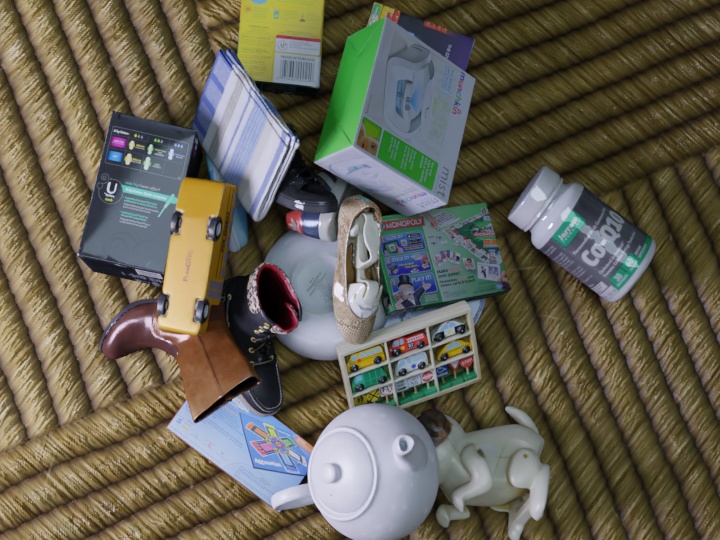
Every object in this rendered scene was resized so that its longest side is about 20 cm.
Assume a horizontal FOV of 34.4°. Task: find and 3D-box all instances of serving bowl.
[{"bbox_3d":[-0.052,0.023,1.636,0.196,0.066,0.204,-1,83,6],"label":"serving bowl"}]

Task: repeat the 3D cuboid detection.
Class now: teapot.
[{"bbox_3d":[-0.004,0.271,1.548,0.196,0.145,0.203,28,102,39],"label":"teapot"}]

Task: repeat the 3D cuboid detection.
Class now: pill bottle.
[{"bbox_3d":[0.319,-0.055,1.690,0.199,0.113,0.114,36,79,-1],"label":"pill bottle"}]

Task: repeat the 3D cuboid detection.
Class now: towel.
[{"bbox_3d":[-0.158,-0.182,1.561,0.024,0.148,0.201,-8,50,-40],"label":"towel"}]

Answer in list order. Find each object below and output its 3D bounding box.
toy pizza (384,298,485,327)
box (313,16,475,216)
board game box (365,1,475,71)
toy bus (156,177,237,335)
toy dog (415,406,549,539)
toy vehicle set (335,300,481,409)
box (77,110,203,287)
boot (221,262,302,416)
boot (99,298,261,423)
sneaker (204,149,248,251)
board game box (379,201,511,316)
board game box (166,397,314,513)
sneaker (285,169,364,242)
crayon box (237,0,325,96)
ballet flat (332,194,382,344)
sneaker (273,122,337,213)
[{"bbox_3d":[0.086,0.019,1.692,0.196,0.032,0.204,1,83,-7],"label":"toy pizza"},{"bbox_3d":[0.049,-0.205,1.586,0.175,0.096,0.203,28,65,-30],"label":"box"},{"bbox_3d":[0.063,-0.271,1.719,0.163,0.057,0.203,18,80,-3],"label":"board game box"},{"bbox_3d":[-0.215,-0.019,1.537,0.064,0.078,0.204,8,89,12],"label":"toy bus"},{"bbox_3d":[0.155,0.261,1.615,0.197,0.140,0.197,16,67,-4],"label":"toy dog"},{"bbox_3d":[0.070,0.131,1.642,0.197,0.027,0.126,-19,121,-9],"label":"toy vehicle set"},{"bbox_3d":[-0.299,-0.094,1.601,0.122,0.149,0.204,12,80,-3],"label":"box"},{"bbox_3d":[-0.132,0.092,1.589,0.072,0.150,0.203,-11,81,-32],"label":"boot"},{"bbox_3d":[-0.246,0.125,1.571,0.186,0.069,0.201,-26,58,-5],"label":"boot"},{"bbox_3d":[-0.151,-0.134,1.662,0.128,0.080,0.204,-9,84,-7],"label":"sneaker"},{"bbox_3d":[0.109,-0.019,1.645,0.197,0.029,0.137,-8,76,-27],"label":"board game box"},{"bbox_3d":[-0.164,0.239,1.636,0.199,0.019,0.104,37,81,-1],"label":"board game box"},{"bbox_3d":[-0.047,-0.120,1.647,0.083,0.076,0.201,9,38,17],"label":"sneaker"},{"bbox_3d":[-0.116,-0.365,1.713,0.125,0.051,0.204,5,82,-6],"label":"crayon box"},{"bbox_3d":[0.000,0.000,1.566,0.069,0.065,0.204,-5,93,-29],"label":"ballet flat"},{"bbox_3d":[-0.105,-0.149,1.566,0.198,0.060,0.106,21,110,37],"label":"sneaker"}]
